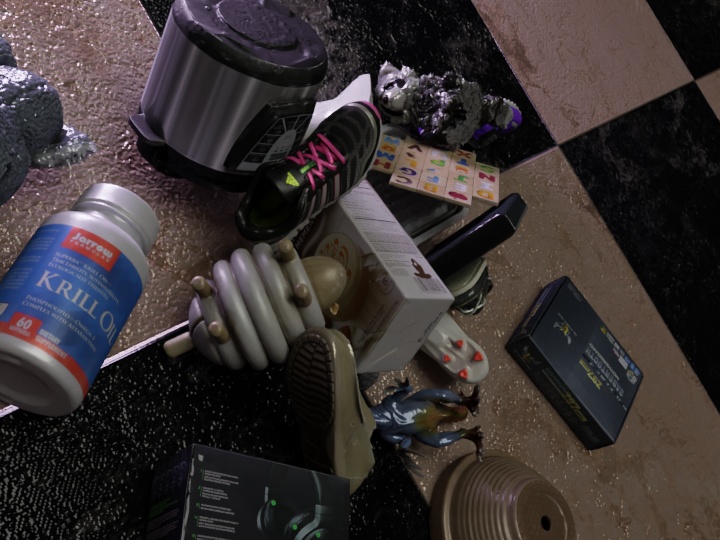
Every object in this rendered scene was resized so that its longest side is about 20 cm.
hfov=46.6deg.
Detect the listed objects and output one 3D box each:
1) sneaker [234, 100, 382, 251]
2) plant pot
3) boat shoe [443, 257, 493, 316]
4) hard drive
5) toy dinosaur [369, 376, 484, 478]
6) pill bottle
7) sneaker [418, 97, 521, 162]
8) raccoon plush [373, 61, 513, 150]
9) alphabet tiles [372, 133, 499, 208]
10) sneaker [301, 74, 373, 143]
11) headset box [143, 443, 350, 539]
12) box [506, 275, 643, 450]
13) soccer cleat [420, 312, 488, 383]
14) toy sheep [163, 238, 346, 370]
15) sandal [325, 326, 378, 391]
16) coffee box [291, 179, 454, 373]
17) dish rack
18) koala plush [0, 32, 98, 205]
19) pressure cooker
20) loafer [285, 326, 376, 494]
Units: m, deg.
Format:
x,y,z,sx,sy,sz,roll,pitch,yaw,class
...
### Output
x,y,z,sx,sy,sz,roll,pitch,yaw,class
-0.057,-0.095,0.861,0.074,0.200,0.087,48,11,7,sneaker
0.184,0.302,0.977,0.200,0.093,0.202,20,55,-30,plant pot
0.139,0.023,1.056,0.068,0.071,0.200,63,11,-1,boat shoe
0.136,-0.037,1.037,0.033,0.139,0.200,55,19,-1,hard drive
0.050,0.183,0.962,0.180,0.200,0.106,0,78,-2,toy dinosaur
-0.260,0.018,0.754,0.112,0.112,0.201,34,50,-20,pill bottle
0.168,-0.201,1.258,0.199,0.069,0.100,-6,73,-33,sneaker
0.106,-0.224,1.165,0.199,0.133,0.098,12,102,-53,raccoon plush
0.096,-0.130,1.058,0.165,0.006,0.200,17,27,2,alphabet tiles
-0.039,-0.206,1.082,0.200,0.114,0.074,-81,164,-70,sneaker
-0.105,0.267,0.758,0.173,0.093,0.202,20,55,-30,headset box
0.313,0.131,1.203,0.200,0.051,0.158,51,47,-6,box
0.081,0.065,1.048,0.069,0.078,0.200,-43,80,-1,soccer cleat
-0.107,0.038,0.848,0.198,0.138,0.139,-19,77,-4,toy sheep
-0.052,0.065,0.941,0.200,0.048,0.076,42,47,-13,sandal
0.000,0.000,0.926,0.079,0.115,0.201,3,41,-42,coffee box
0.036,-0.102,1.094,0.172,0.044,0.199,50,45,11,dish rack
-0.337,-0.122,0.742,0.178,0.183,0.200,49,34,-7,koala plush
-0.143,-0.182,0.904,0.175,0.201,0.179,22,34,-15,pressure cooker
-0.025,0.140,0.845,0.068,0.075,0.202,-26,125,-39,loafer
